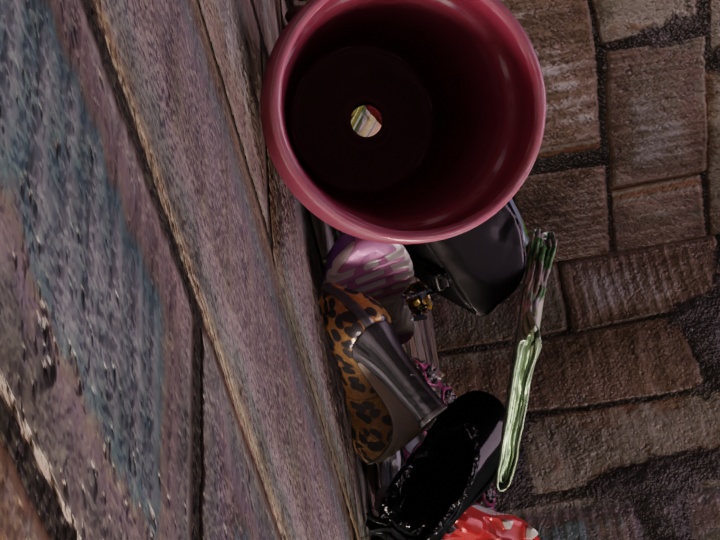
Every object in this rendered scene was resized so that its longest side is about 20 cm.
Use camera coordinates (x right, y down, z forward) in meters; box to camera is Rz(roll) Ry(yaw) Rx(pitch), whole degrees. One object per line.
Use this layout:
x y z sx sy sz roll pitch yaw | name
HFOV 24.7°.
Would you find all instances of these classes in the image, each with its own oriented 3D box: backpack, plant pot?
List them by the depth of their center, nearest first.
0.016 -0.118 1.230 0.179 0.200 0.200 -176 -105 -77 | plant pot
0.070 -0.057 1.468 0.163 0.154 0.200 57 -18 -11 | backpack

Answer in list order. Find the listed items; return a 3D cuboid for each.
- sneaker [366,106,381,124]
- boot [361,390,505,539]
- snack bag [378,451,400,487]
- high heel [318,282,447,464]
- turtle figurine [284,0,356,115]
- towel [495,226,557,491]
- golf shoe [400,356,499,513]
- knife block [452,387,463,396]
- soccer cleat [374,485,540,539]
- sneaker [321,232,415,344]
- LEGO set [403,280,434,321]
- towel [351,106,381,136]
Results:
-0.005 -0.150 1.833 0.200 0.078 0.116 97 -21 -59 | sneaker
0.073 0.165 1.389 0.198 0.073 0.162 -53 169 -21 | boot
0.016 0.128 1.610 0.200 0.021 0.189 89 -7 -65 | snack bag
0.001 0.087 1.407 0.143 0.071 0.200 52 -22 7 | high heel
-0.032 -0.177 1.452 0.200 0.064 0.161 95 -14 -54 | turtle figurine
0.141 0.070 1.399 0.200 0.023 0.153 -72 170 -61 | towel
0.061 0.177 1.610 0.073 0.092 0.200 -44 120 -47 | golf shoe
0.043 0.193 1.726 0.176 0.200 0.064 -52 164 -11 | knife block
0.100 0.252 1.563 0.200 0.085 0.069 31 72 -31 | soccer cleat
0.000 0.000 1.432 0.200 0.080 0.089 83 -8 -65 | sneaker
0.062 -0.026 1.715 0.116 0.154 0.200 -133 -147 -64 | LEGO set
0.037 -0.074 1.630 0.200 0.018 0.086 45 61 -33 | towel
